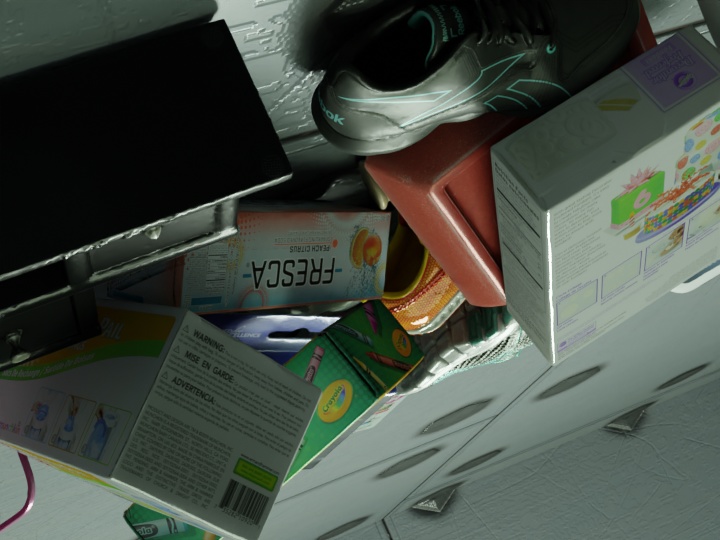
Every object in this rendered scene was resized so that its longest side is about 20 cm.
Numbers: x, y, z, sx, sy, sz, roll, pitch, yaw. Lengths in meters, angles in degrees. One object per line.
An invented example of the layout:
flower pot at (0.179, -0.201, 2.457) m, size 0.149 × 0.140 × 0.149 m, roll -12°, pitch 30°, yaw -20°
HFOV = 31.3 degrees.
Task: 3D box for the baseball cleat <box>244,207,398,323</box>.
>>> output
baseball cleat at (0.000, 0.000, 0.994) m, size 0.199 × 0.070 × 0.107 m, roll -21°, pitch 163°, yaw -11°

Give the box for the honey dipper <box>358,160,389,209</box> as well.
honey dipper at (0.093, -0.102, 0.885) m, size 0.199 × 0.038 × 0.038 m, roll -27°, pitch 164°, yaw -7°

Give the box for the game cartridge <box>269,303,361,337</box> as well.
game cartridge at (-0.072, 0.066, 1.161) m, size 0.199 × 0.039 × 0.130 m, roll -15°, pitch 156°, yaw -32°

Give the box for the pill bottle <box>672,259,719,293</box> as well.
pill bottle at (0.310, -0.049, 1.204) m, size 0.200 × 0.120 × 0.119 m, roll -34°, pitch 161°, yaw 27°

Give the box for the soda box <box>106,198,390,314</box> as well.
soda box at (-0.066, -0.012, 0.829) m, size 0.068 × 0.064 × 0.199 m, roll 12°, pitch -171°, yaw 38°

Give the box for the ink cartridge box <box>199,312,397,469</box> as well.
ink cartridge box at (-0.077, 0.102, 0.989) m, size 0.197 × 0.047 × 0.200 m, roll 3°, pitch 148°, yaw -33°

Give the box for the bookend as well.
bookend at (-0.152, -0.017, 0.680) m, size 0.198 × 0.092 × 0.200 m, roll -21°, pitch 164°, yaw -16°

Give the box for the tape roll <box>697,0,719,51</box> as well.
tape roll at (0.222, -0.140, 0.654) m, size 0.037 × 0.204 × 0.203 m, roll -25°, pitch 164°, yaw 1°

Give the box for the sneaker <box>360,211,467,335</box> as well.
sneaker at (0.075, -0.042, 0.910) m, size 0.077 × 0.073 × 0.200 m, roll 37°, pitch 92°, yaw -37°

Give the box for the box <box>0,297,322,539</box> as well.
box at (-0.138, 0.085, 0.790) m, size 0.112 × 0.102 × 0.200 m, roll 34°, pitch 162°, yaw -34°

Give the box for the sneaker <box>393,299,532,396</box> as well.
sneaker at (0.085, 0.055, 1.014) m, size 0.091 × 0.078 × 0.200 m, roll 10°, pitch 156°, yaw -35°

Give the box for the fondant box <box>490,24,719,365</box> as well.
fondant box at (0.160, -0.039, 0.797) m, size 0.144 × 0.058 × 0.200 m, roll -32°, pitch 151°, yaw -9°

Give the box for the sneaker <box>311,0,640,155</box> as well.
sneaker at (0.069, -0.122, 0.712) m, size 0.199 × 0.076 × 0.079 m, roll -23°, pitch 161°, yaw -8°

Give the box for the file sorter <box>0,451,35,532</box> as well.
file sorter at (-0.333, 0.136, 0.829) m, size 0.139 × 0.126 × 0.200 m, roll -35°, pitch 161°, yaw 29°

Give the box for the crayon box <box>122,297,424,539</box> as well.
crayon box at (-0.057, 0.111, 0.874) m, size 0.200 × 0.058 × 0.119 m, roll -42°, pitch 176°, yaw 19°

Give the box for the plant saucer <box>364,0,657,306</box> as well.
plant saucer at (0.125, -0.071, 0.833) m, size 0.200 × 0.037 × 0.200 m, roll -39°, pitch 141°, yaw 2°

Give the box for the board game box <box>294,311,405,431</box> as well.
board game box at (-0.017, 0.101, 1.180) m, size 0.147 × 0.065 × 0.200 m, roll -13°, pitch 158°, yaw -32°
